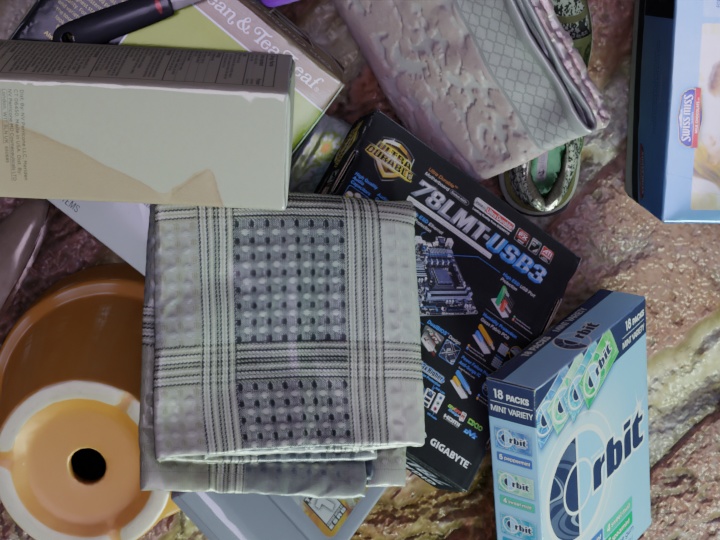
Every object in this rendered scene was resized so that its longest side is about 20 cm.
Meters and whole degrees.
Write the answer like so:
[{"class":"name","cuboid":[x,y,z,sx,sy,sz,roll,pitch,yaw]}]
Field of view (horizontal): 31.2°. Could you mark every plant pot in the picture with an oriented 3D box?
[{"class":"plant pot","cuboid":[-0.188,0.113,0.952,0.197,0.183,0.203,0,103,0]}]

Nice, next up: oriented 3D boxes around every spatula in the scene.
[{"class":"spatula","cuboid":[-0.108,-0.181,0.834,0.198,0.021,0.057,-19,106,3]}]

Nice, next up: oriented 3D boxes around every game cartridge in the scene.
[{"class":"game cartridge","cuboid":[-0.039,0.123,0.919,0.134,0.200,0.041,51,142,-13]}]

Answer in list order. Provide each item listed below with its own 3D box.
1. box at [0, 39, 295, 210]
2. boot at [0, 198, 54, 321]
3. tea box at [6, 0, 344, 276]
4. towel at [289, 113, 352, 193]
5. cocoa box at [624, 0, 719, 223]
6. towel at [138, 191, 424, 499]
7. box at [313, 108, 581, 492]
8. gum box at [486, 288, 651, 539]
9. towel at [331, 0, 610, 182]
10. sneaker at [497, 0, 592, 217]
[{"class":"box","cuboid":[-0.141,-0.093,0.812,0.197,0.095,0.079,3,113,-1]},{"class":"boot","cuboid":[-0.337,-0.001,0.973,0.145,0.070,0.201,26,112,-20]},{"class":"tea box","cuboid":[-0.144,-0.127,0.924,0.199,0.134,0.197,39,101,-9]},{"class":"towel","cuboid":[0.000,0.000,0.998,0.199,0.048,0.172,36,101,-8]},{"class":"cocoa box","cuboid":[0.269,-0.142,0.925,0.131,0.131,0.203,0,103,0]},{"class":"towel","cuboid":[-0.048,0.048,0.842,0.190,0.034,0.203,3,84,-23]},{"class":"box","cuboid":[0.036,0.023,0.924,0.199,0.050,0.200,34,72,-17]},{"class":"gum box","cuboid":[0.161,0.139,0.961,0.044,0.169,0.203,10,116,37]},{"class":"towel","cuboid":[0.064,-0.159,0.901,0.032,0.190,0.201,-35,99,-30]},{"class":"sneaker","cuboid":[0.141,-0.133,0.947,0.076,0.089,0.203,-3,103,0]}]
